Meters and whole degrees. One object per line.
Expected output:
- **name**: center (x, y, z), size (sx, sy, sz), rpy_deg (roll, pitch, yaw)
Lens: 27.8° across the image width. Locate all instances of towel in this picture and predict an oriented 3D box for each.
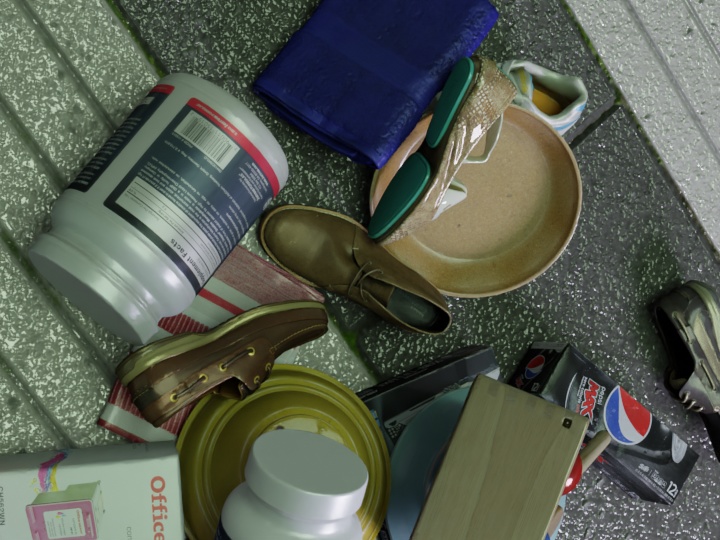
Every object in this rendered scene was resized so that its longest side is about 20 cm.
- **towel**: center (0.016, -0.198, 1.335), size (0.147, 0.050, 0.200), rpy_deg (34, 75, 15)
- **towel**: center (-0.131, 0.077, 1.304), size (0.144, 0.023, 0.201), rpy_deg (30, 77, -22)

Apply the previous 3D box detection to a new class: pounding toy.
- **pounding toy**: center (0.137, 0.189, 1.272), size (0.142, 0.200, 0.185), rpy_deg (22, 78, 6)

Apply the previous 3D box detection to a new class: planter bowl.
- **planter bowl**: center (-0.059, 0.174, 1.254), size (0.199, 0.083, 0.201), rpy_deg (3, 77, -13)

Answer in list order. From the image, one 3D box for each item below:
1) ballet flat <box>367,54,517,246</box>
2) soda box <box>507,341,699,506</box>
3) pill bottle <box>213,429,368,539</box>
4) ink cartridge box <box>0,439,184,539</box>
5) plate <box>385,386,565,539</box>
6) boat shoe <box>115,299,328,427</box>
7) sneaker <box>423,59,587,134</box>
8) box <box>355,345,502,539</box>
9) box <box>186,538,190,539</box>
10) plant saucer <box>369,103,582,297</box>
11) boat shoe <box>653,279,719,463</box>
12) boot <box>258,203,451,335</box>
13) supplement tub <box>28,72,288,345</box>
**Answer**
- **ballet flat**: center (0.078, -0.097, 1.306), size (0.065, 0.071, 0.200), rpy_deg (20, 117, -24)
- **soda box**: center (0.243, 0.154, 1.459), size (0.200, 0.071, 0.063), rpy_deg (39, 73, -20)
- **pill bottle**: center (-0.063, 0.234, 1.152), size (0.115, 0.116, 0.201), rpy_deg (4, 115, -26)
- **ink cartridge box**: center (-0.241, 0.223, 1.189), size (0.199, 0.085, 0.145), rpy_deg (-5, 91, -11)
- **plate**: center (0.115, 0.209, 1.365), size (0.199, 0.026, 0.201), rpy_deg (1, 88, -26)
- **boat shoe**: center (-0.110, 0.080, 1.249), size (0.199, 0.072, 0.068), rpy_deg (-19, 75, -32)
- **sneaker**: center (0.119, -0.171, 1.383), size (0.199, 0.081, 0.077), rpy_deg (4, 68, -23)
- **box**: center (0.080, 0.191, 1.390), size (0.157, 0.050, 0.201), rpy_deg (-20, 98, -24)
- **box**: center (-0.094, 0.320, 1.307), size (0.200, 0.050, 0.199), rpy_deg (-41, 105, -20)
- **plant saucer**: center (0.108, -0.072, 1.373), size (0.199, 0.035, 0.201), rpy_deg (0, 115, -1)
- **boat shoe**: center (0.353, 0.113, 1.520), size (0.073, 0.074, 0.201), rpy_deg (-16, 88, -15)
- **boot**: center (0.000, 0.000, 1.334), size (0.199, 0.075, 0.074), rpy_deg (29, 93, -16)
- **supplement tub**: center (-0.168, -0.052, 1.221), size (0.140, 0.140, 0.200), rpy_deg (44, 72, -19)
